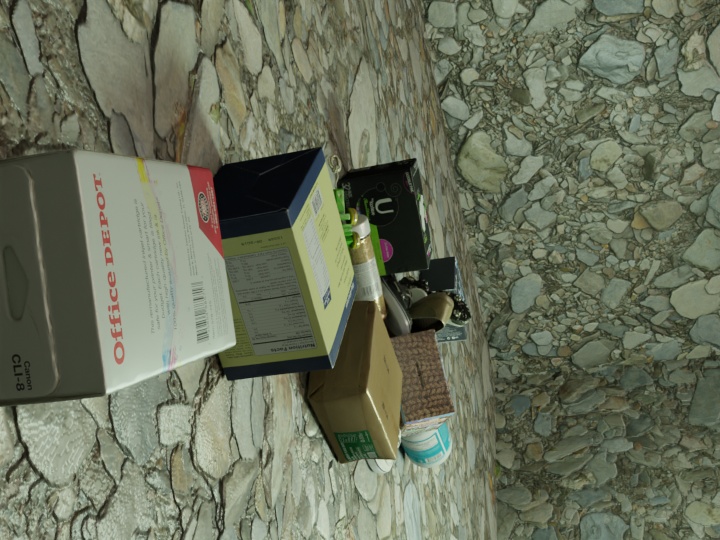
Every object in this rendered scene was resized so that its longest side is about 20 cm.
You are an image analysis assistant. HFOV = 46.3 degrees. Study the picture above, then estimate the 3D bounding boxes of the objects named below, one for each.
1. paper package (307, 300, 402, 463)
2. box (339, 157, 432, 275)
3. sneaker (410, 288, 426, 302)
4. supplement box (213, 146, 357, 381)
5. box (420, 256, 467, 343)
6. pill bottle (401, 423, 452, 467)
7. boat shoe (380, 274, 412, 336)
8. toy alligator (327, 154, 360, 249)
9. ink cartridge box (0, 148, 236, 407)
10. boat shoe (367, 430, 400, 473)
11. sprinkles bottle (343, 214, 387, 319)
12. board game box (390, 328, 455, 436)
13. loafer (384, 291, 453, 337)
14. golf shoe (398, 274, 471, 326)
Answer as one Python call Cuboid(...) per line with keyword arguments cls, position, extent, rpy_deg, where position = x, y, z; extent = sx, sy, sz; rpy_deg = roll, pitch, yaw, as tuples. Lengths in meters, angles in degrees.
Cuboid(cls="paper package", position=(-0.005, 0.184, 1.370), extent=(0.201, 0.102, 0.192), rpy_deg=(70, 20, -44))
Cuboid(cls="box", position=(0.055, -0.104, 1.672), extent=(0.124, 0.147, 0.202), rpy_deg=(-61, 141, -70))
Cuboid(cls="sneaker", position=(0.102, 0.136, 1.812), extent=(0.202, 0.073, 0.118), rpy_deg=(-71, 161, 2))
Cuboid(cls="supplement box", position=(-0.101, -0.011, 1.007), extent=(0.201, 0.133, 0.202), rpy_deg=(-72, 151, -61))
Cuboid(cls="box", position=(0.242, 0.086, 2.439), extent=(0.149, 0.106, 0.201), rpy_deg=(-80, 158, -49))
Cuboid(cls="pill bottle", position=(0.131, 0.339, 1.832), extent=(0.201, 0.109, 0.112), rpy_deg=(68, 20, -48))
Cuboid(cls="boat shoe", position=(0.069, 0.052, 1.659), extent=(0.201, 0.070, 0.073), rpy_deg=(-119, -161, -50))
Cuboid(cls="toy alligator", position=(-0.043, -0.098, 1.478), extent=(0.054, 0.059, 0.203), rpy_deg=(-14, -97, 62))
Cuboid(cls="ink cartridge box", position=(-0.196, 0.004, 0.584), extent=(0.200, 0.143, 0.147), rpy_deg=(-11, 93, -77))
Cuboid(cls="boat shoe", position=(0.042, 0.312, 1.563), extent=(0.071, 0.069, 0.201), rpy_deg=(-84, 161, -45))
Cuboid(cls="sprinkles bottle", position=(0.000, 0.000, 1.563), extent=(0.068, 0.067, 0.202), rpy_deg=(-68, 148, -64))
Cuboid(cls="board game box", position=(0.101, 0.223, 1.623), extent=(0.200, 0.096, 0.161), rpy_deg=(103, -25, -70))
Cuboid(cls="loafer", position=(0.099, 0.113, 1.682), extent=(0.076, 0.200, 0.068), rpy_deg=(40, 34, -19))
Cuboid(cls="golf shoe", position=(0.158, 0.084, 1.833), extent=(0.077, 0.199, 0.089), rpy_deg=(-23, 128, -41))
